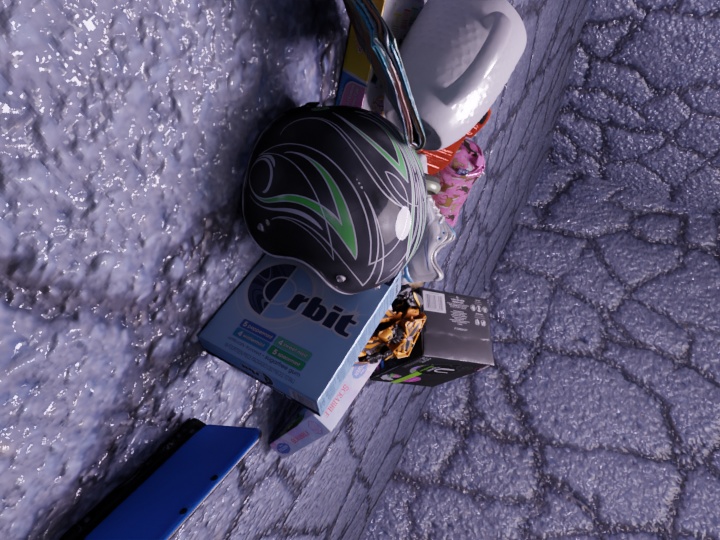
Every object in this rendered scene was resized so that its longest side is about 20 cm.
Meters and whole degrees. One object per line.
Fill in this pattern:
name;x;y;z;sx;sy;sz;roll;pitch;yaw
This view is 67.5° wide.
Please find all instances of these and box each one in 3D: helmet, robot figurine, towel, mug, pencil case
helmet;-0.016;-0.081;0.612;0.200;0.190;0.201;-46;149;-40
robot figurine;0.017;0.089;0.808;0.199;0.058;0.146;5;116;-38
towel;0.011;-0.233;0.553;0.022;0.201;0.147;-25;146;6
mug;0.121;-0.256;0.688;0.176;0.147;0.200;-59;-163;-8
pencil case;0.156;-0.147;0.977;0.082;0.087;0.200;-15;155;-18

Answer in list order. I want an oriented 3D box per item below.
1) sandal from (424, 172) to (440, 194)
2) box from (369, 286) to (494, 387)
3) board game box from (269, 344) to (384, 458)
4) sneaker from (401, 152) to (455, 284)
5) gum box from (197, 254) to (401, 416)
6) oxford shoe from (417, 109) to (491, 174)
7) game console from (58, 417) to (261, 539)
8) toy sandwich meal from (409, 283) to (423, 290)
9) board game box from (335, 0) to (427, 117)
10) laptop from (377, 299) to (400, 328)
sandal;0.020;-0.092;0.737;0.079;0.200;0.058;0;87;-43
box;0.121;0.129;0.983;0.200;0.148;0.125;138;-42;-56
board game box;-0.056;0.224;0.956;0.200;0.041;0.200;-49;-177;-43
sneaker;0.103;-0.077;0.823;0.075;0.086;0.202;-10;102;-68
gum box;-0.068;0.050;0.665;0.200;0.169;0.045;-54;158;-30
oxford shoe;0.120;-0.216;0.858;0.071;0.073;0.200;14;141;-40
game console;-0.215;0.276;0.612;0.200;0.118;0.172;-41;148;-50
toy sandwich meal;0.071;-0.056;0.964;0.205;0.070;0.207;-4;90;-78
board game box;0.031;-0.294;0.738;0.153;0.040;0.201;-33;142;-58
laptop;-0.010;0.130;0.982;0.188;0.199;0.116;-51;122;-27
